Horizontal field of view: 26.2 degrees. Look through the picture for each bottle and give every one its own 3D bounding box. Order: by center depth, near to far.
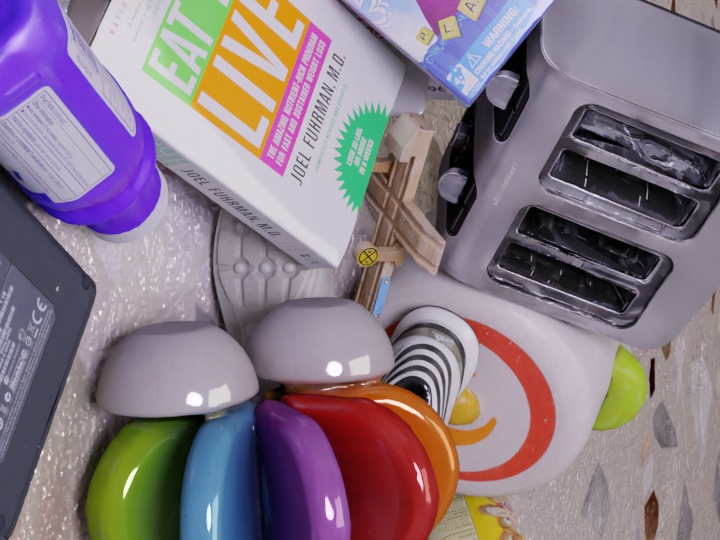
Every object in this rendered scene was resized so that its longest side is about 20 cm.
[{"bbox_3d":[-0.138,-0.070,0.687,0.065,0.084,0.200,-38,157,-4],"label":"bottle"}]

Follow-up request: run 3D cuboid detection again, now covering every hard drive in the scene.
[{"bbox_3d":[-0.188,0.012,0.642,0.200,0.033,0.140,57,41,-51],"label":"hard drive"}]

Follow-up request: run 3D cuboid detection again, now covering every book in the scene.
[{"bbox_3d":[-0.066,-0.105,0.828,0.200,0.048,0.134,36,63,-40],"label":"book"}]

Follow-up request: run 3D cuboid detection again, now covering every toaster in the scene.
[{"bbox_3d":[0.156,-0.064,0.951,0.119,0.199,0.181,-76,-171,-45],"label":"toaster"}]

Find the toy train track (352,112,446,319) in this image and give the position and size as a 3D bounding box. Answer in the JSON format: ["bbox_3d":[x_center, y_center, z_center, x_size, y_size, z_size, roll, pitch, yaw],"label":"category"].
[{"bbox_3d":[0.000,0.000,0.931,0.032,0.115,0.201,0,121,-27],"label":"toy train track"}]

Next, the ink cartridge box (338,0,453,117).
[{"bbox_3d":[0.016,-0.175,0.986,0.068,0.115,0.201,44,53,-59],"label":"ink cartridge box"}]

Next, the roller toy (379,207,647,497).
[{"bbox_3d":[0.080,0.057,1.063,0.183,0.199,0.140,66,33,-24],"label":"roller toy"}]

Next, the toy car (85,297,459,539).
[{"bbox_3d":[-0.037,0.113,0.799,0.199,0.150,0.177,-9,102,-34],"label":"toy car"}]

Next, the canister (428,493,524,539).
[{"bbox_3d":[0.086,0.229,1.099,0.200,0.086,0.150,-107,-178,-69],"label":"canister"}]

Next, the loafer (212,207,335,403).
[{"bbox_3d":[-0.048,0.024,0.923,0.070,0.069,0.202,-29,120,-79],"label":"loafer"}]

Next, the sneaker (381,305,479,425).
[{"bbox_3d":[0.007,0.126,0.975,0.115,0.075,0.201,-52,164,-56],"label":"sneaker"}]

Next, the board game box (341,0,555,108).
[{"bbox_3d":[0.046,-0.230,0.845,0.200,0.199,0.041,-51,-177,4],"label":"board game box"}]
